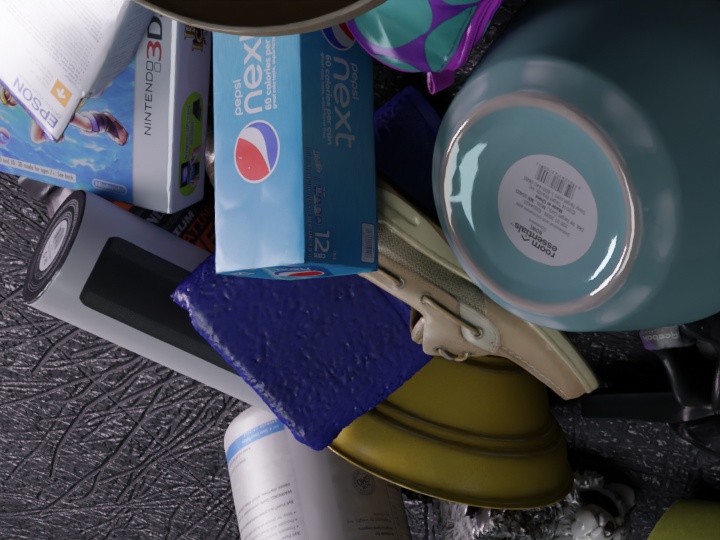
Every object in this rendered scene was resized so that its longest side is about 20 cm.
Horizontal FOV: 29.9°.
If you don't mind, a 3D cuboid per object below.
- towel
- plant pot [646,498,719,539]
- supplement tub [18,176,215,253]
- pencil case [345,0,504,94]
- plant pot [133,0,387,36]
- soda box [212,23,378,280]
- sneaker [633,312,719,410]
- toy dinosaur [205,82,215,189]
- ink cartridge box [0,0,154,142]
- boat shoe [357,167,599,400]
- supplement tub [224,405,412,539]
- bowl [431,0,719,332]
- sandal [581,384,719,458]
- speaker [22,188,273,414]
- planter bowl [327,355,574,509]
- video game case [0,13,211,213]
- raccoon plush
[{"bbox_3d":[0.000,0.000,0.842,0.148,0.200,0.050,50,177,-19],"label":"towel"},{"bbox_3d":[0.295,0.243,0.933,0.200,0.187,0.187,25,145,32],"label":"plant pot"},{"bbox_3d":[-0.147,-0.023,0.967,0.200,0.107,0.107,42,141,-14],"label":"supplement tub"},{"bbox_3d":[0.068,-0.179,0.665,0.093,0.085,0.200,56,142,6],"label":"pencil case"},{"bbox_3d":[-0.034,-0.196,0.600,0.200,0.201,0.134,26,-176,6],"label":"plant pot"},{"bbox_3d":[-0.037,-0.098,0.743,0.068,0.201,0.064,-6,171,39],"label":"soda box"},{"bbox_3d":[0.185,-0.003,0.780,0.076,0.088,0.200,-7,128,39],"label":"sneaker"},{"bbox_3d":[-0.062,-0.066,0.888,0.199,0.077,0.103,15,133,15],"label":"toy dinosaur"},{"bbox_3d":[-0.196,-0.205,0.770,0.200,0.041,0.200,47,137,4],"label":"ink cartridge box"},{"bbox_3d":[0.055,0.019,0.802,0.200,0.065,0.071,39,-175,-10],"label":"boat shoe"},{"bbox_3d":[-0.027,0.204,1.042,0.131,0.201,0.132,-10,153,-5],"label":"supplement tub"},{"bbox_3d":[0.116,-0.049,0.704,0.200,0.105,0.201,17,118,34],"label":"bowl"},{"bbox_3d":[0.235,0.098,0.870,0.200,0.075,0.048,-5,89,46],"label":"sandal"},{"bbox_3d":[-0.111,0.026,0.875,0.200,0.081,0.081,28,146,-26],"label":"speaker"},{"bbox_3d":[0.063,0.078,0.923,0.200,0.200,0.084,20,105,14],"label":"planter bowl"},{"bbox_3d":[-0.189,-0.146,0.849,0.199,0.045,0.182,14,112,21],"label":"video game case"},{"bbox_3d":[0.124,0.166,1.044,0.134,0.097,0.200,16,-167,-27],"label":"raccoon plush"}]
